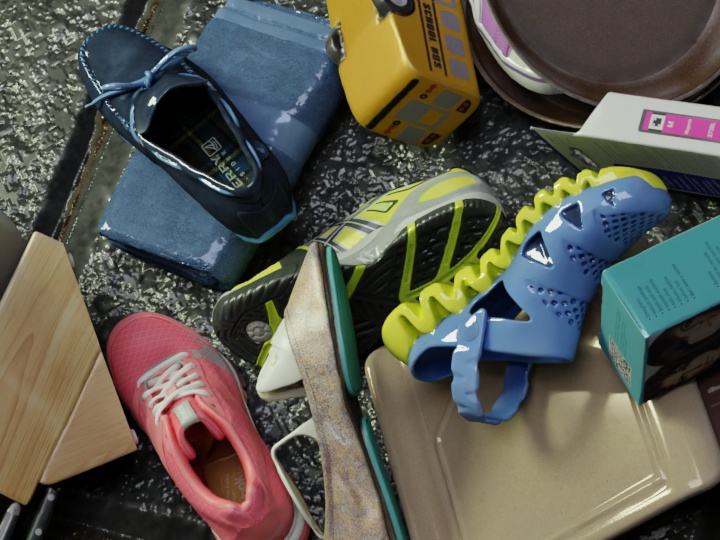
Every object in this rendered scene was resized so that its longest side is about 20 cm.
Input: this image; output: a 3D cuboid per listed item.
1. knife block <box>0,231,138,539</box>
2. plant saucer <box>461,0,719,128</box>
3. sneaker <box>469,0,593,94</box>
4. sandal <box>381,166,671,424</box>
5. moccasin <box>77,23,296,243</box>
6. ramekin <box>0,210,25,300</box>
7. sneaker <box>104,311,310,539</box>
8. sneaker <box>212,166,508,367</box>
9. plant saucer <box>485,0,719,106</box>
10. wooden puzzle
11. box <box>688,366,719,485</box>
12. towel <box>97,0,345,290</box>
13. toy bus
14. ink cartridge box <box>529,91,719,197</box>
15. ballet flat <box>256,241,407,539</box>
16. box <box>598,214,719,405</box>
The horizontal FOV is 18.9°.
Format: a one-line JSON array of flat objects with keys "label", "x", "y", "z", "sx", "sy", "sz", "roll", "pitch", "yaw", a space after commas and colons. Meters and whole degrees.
[{"label": "knife block", "x": -0.235, "y": 0.096, "z": 1.337, "sx": 0.175, "sy": 0.064, "sz": 0.201, "roll": -20, "pitch": 90, "yaw": -13}, {"label": "plant saucer", "x": 0.167, "y": -0.173, "z": 1.418, "sx": 0.199, "sy": 0.037, "sz": 0.202, "roll": -6, "pitch": 63, "yaw": 13}, {"label": "sneaker", "x": 0.091, "y": -0.213, "z": 1.374, "sx": 0.072, "sy": 0.114, "sz": 0.201, "roll": -22, "pitch": 62, "yaw": 2}, {"label": "sandal", "x": 0.105, "y": 0.018, "z": 1.240, "sx": 0.200, "sy": 0.079, "sz": 0.087, "roll": -43, "pitch": 56, "yaw": 29}, {"label": "moccasin", "x": -0.111, "y": -0.103, "z": 1.385, "sx": 0.200, "sy": 0.068, "sz": 0.080, "roll": 39, "pitch": 79, "yaw": 27}, {"label": "ramekin", "x": -0.293, "y": 0.031, "z": 1.356, "sx": 0.097, "sy": 0.201, "sz": 0.201, "roll": 23, "pitch": 72, "yaw": 16}, {"label": "sneaker", "x": -0.098, "y": 0.090, "z": 1.333, "sx": 0.074, "sy": 0.087, "sz": 0.200, "roll": -35, "pitch": 61, "yaw": -5}, {"label": "sneaker", "x": 0.000, "y": 0.000, "z": 1.371, "sx": 0.199, "sy": 0.076, "sz": 0.077, "roll": -22, "pitch": 29, "yaw": 7}, {"label": "plant saucer", "x": 0.157, "y": -0.197, "z": 1.342, "sx": 0.199, "sy": 0.032, "sz": 0.202, "roll": 2, "pitch": 85, "yaw": -20}, {"label": "wooden puzzle", "x": 0.106, "y": 0.086, "z": 1.283, "sx": 0.199, "sy": 0.037, "sz": 0.186, "roll": -31, "pitch": 59, "yaw": 25}, {"label": "box", "x": 0.252, "y": 0.100, "z": 1.243, "sx": 0.100, "sy": 0.075, "sz": 0.201, "roll": -21, "pitch": 59, "yaw": 4}, {"label": "towel", "x": -0.084, "y": -0.085, "z": 1.436, "sx": 0.111, "sy": 0.049, "sz": 0.201, "roll": 21, "pitch": 71, "yaw": 23}, {"label": "toy bus", "x": 0.020, "y": -0.185, "z": 1.426, "sx": 0.065, "sy": 0.078, "sz": 0.201, "roll": -43, "pitch": 44, "yaw": 41}, {"label": "ink cartridge box", "x": 0.210, "y": -0.070, "z": 1.303, "sx": 0.199, "sy": 0.095, "sz": 0.037, "roll": 9, "pitch": 78, "yaw": 30}, {"label": "ballet flat", "x": -0.025, "y": 0.085, "z": 1.296, "sx": 0.067, "sy": 0.068, "sz": 0.201, "roll": -14, "pitch": 83, "yaw": 5}, {"label": "box", "x": 0.231, "y": -0.003, "z": 1.206, "sx": 0.199, "sy": 0.082, "sz": 0.049, "roll": -25, "pitch": 61, "yaw": -10}]
